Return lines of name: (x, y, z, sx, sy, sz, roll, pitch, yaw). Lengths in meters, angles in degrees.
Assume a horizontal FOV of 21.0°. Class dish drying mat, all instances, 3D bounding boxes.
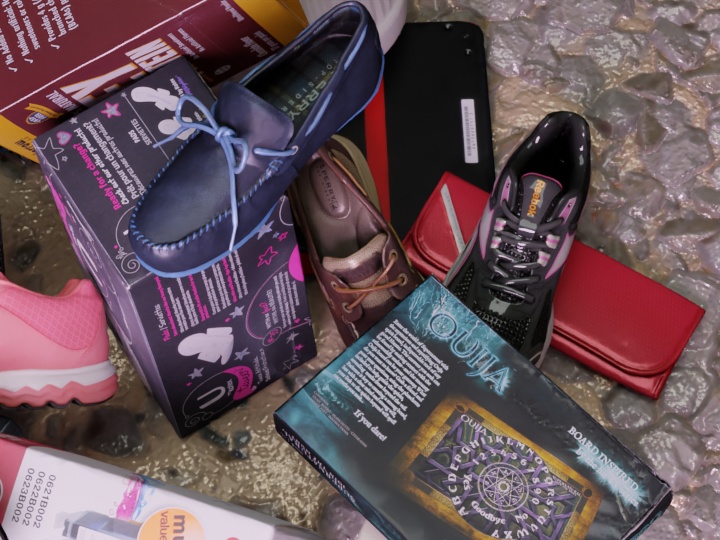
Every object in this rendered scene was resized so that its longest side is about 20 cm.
dish drying mat: (0.125, 0.008, 1.292, 0.199, 0.018, 0.077, 28, 65, 12)

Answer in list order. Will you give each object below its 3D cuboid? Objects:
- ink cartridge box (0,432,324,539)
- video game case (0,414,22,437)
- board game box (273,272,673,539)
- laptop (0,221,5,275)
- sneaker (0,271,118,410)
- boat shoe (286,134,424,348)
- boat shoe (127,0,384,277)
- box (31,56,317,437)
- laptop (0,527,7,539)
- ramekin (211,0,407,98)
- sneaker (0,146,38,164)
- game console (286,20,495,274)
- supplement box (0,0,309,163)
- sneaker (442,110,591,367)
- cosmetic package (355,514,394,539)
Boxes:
ink cartridge box: (-0.141, 0.191, 1.130, 0.198, 0.145, 0.147, 15, 83, 12)
video game case: (-0.318, 0.131, 1.229, 0.199, 0.019, 0.143, 14, 59, 41)
board game box: (0.064, 0.109, 1.129, 0.135, 0.028, 0.200, -40, 66, -19)
laptop: (-0.329, 0.005, 1.259, 0.186, 0.202, 0.115, 17, 25, 40)
sneaker: (-0.244, 0.041, 1.175, 0.198, 0.074, 0.088, -1, 91, -30)
boat shoe: (0.000, 0.000, 1.264, 0.072, 0.072, 0.202, -24, 79, 13)
boat shoe: (-0.066, -0.085, 1.115, 0.084, 0.069, 0.201, 29, 64, 18)
box: (-0.115, -0.011, 1.232, 0.114, 0.201, 0.132, -30, 62, -13)
laptop: (-0.324, 0.131, 1.062, 0.187, 0.116, 0.201, -45, 57, 14)
ramekin: (-0.070, -0.216, 1.371, 0.198, 0.106, 0.201, -7, 41, 6)
sneaker: (-0.248, -0.111, 1.376, 0.198, 0.079, 0.090, -24, 64, -8)
game console: (0.005, -0.089, 1.371, 0.175, 0.031, 0.202, -1, 61, -2)
supplement box: (-0.170, -0.204, 1.232, 0.199, 0.133, 0.199, -26, 77, 10)
sneaker: (0.101, -0.022, 1.244, 0.080, 0.087, 0.201, 15, 58, 2)
cosmetic package: (0.024, 0.204, 1.153, 0.070, 0.105, 0.201, 19, 65, 13)
